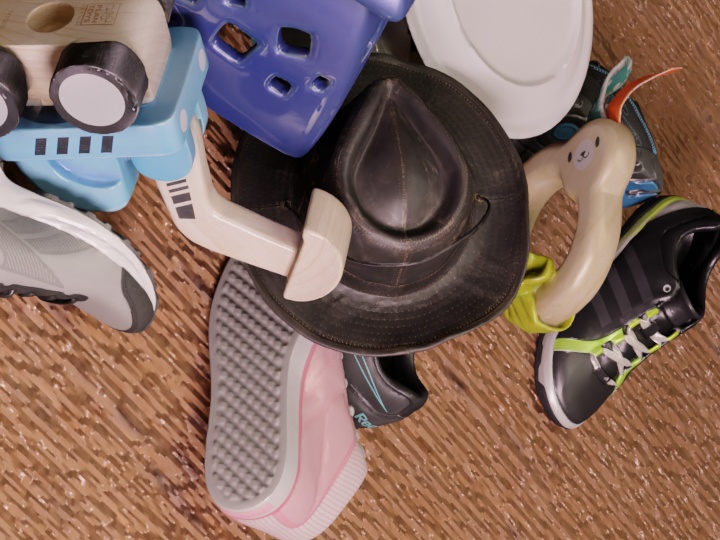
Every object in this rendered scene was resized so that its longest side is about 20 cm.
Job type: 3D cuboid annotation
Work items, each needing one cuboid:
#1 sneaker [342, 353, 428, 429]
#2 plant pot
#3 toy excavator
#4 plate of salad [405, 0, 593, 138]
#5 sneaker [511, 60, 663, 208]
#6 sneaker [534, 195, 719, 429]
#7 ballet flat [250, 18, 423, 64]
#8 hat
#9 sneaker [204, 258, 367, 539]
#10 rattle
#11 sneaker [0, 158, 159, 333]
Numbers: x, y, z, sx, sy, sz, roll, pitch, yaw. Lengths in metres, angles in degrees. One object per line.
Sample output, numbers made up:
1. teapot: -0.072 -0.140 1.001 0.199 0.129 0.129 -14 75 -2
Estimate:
1. sneaker: 0.000 0.000 1.451 0.075 0.079 0.201 -10 92 -50
2. plant pot: -0.045 -0.217 1.291 0.199 0.180 0.201 32 58 -11
3. toy excavator: -0.112 -0.068 1.264 0.201 0.193 0.100 76 19 -45
4. plate of salad: 0.082 -0.183 1.505 0.199 0.048 0.202 12 73 -47
5. sneaker: 0.146 -0.115 1.663 0.200 0.073 0.082 35 43 -49
6. sneaker: 0.198 0.026 1.658 0.072 0.083 0.201 44 72 -37
7. ballet flat: 0.018 -0.140 1.497 0.199 0.068 0.069 15 76 -48
8. hat: 0.015 -0.055 1.358 0.081 0.199 0.202 100 8 -63
9. sneaker: -0.040 0.068 1.404 0.105 0.075 0.201 46 45 -53
10. rattle: 0.110 -0.068 1.541 0.142 0.130 0.201 21 109 -14
11. sneaker: -0.192 -0.010 1.233 0.200 0.074 0.080 32 70 -37
